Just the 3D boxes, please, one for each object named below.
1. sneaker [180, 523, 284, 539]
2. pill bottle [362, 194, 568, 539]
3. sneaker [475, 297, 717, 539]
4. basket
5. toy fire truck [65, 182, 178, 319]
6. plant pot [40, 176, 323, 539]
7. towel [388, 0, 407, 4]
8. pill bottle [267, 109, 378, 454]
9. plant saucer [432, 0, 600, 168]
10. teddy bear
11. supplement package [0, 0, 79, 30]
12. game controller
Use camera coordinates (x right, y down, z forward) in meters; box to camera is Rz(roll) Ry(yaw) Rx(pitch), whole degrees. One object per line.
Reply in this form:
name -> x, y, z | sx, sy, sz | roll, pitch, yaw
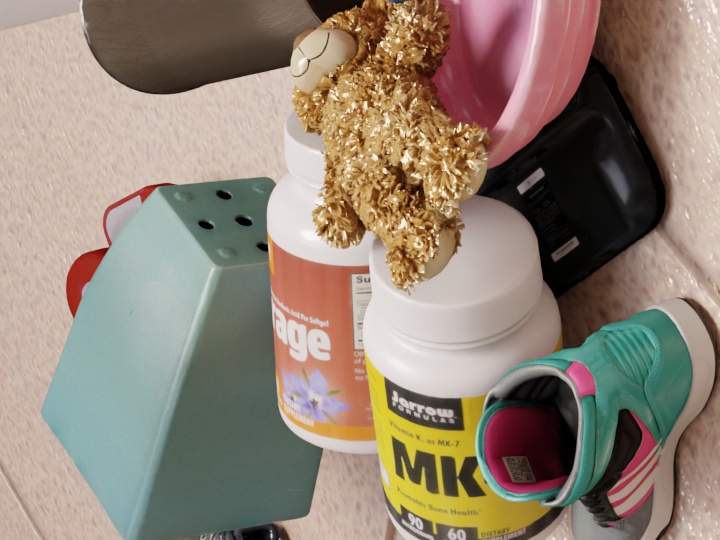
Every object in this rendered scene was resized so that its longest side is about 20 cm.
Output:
sneaker -> -0.092, 0.213, 2.149 | 0.200, 0.074, 0.081 | 39, 129, 42
pill bottle -> 0.061, 0.062, 1.642 | 0.114, 0.114, 0.201 | 47, 155, 43
sneaker -> 0.118, 0.106, 1.579 | 0.084, 0.120, 0.201 | 54, 149, 34
basket -> -0.052, -0.186, 1.730 | 0.200, 0.180, 0.136 | 4, 137, 55
toy fire truck -> -0.106, 0.030, 2.038 | 0.167, 0.112, 0.201 | -23, 84, 40
plant pot -> -0.097, 0.048, 1.854 | 0.141, 0.141, 0.201 | 51, 134, 40
towel -> 0.062, -0.234, 1.468 | 0.200, 0.048, 0.112 | -42, 46, 36
pill bottle -> 0.000, 0.000, 1.734 | 0.112, 0.112, 0.201 | 39, 139, 51
plant saucer -> 0.076, -0.154, 1.551 | 0.200, 0.050, 0.202 | -179, 90, -68
teddy bear -> 0.010, -0.077, 1.555 | 0.145, 0.066, 0.201 | 121, 143, -46
supplement package -> -0.234, -0.265, 1.988 | 0.111, 0.199, 0.156 | 54, 149, 37
game controller -> 0.108, -0.046, 1.620 | 0.105, 0.042, 0.200 | 56, 153, 4
